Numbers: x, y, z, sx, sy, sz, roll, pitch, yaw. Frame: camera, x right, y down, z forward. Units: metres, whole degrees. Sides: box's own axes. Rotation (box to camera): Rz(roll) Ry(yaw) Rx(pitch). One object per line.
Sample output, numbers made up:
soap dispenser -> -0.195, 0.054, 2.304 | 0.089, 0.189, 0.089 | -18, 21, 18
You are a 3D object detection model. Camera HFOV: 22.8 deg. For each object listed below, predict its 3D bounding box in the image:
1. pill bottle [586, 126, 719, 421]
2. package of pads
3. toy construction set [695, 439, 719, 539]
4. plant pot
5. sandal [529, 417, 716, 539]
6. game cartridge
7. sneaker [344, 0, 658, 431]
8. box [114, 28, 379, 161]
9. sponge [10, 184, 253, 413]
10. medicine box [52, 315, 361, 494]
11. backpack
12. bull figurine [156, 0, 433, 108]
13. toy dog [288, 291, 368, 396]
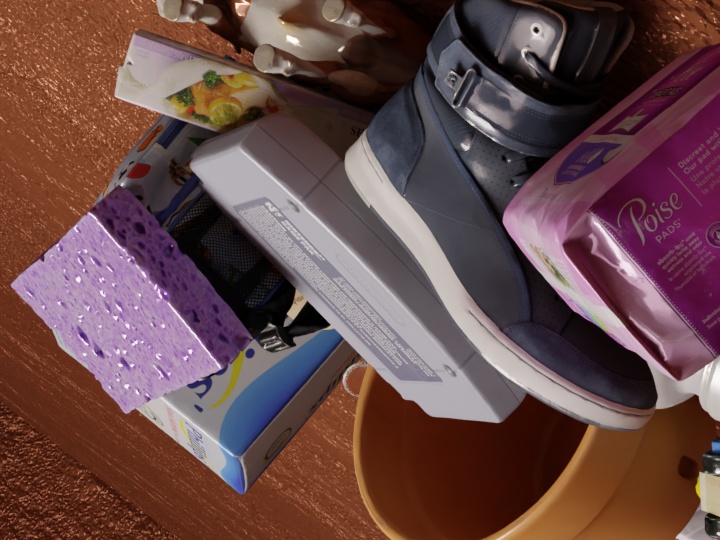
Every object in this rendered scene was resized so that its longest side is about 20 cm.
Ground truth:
pill bottle -> 0.133, -0.001, 0.894 | 0.200, 0.112, 0.112 | 30, 159, 29
package of pads -> 0.125, -0.030, 0.674 | 0.076, 0.120, 0.200 | 48, -179, -4
toy construction set -> 0.245, 0.104, 0.900 | 0.200, 0.130, 0.093 | 128, 137, -72
plant pot -> 0.112, 0.091, 1.045 | 0.140, 0.201, 0.200 | 29, 173, -37
sandal -> 0.168, 0.121, 1.161 | 0.206, 0.079, 0.059 | 37, 167, 16
game cartridge -> 0.000, 0.000, 0.937 | 0.200, 0.041, 0.133 | 46, 168, -13
sneaker -> 0.090, -0.039, 0.806 | 0.077, 0.146, 0.202 | -7, -130, -52
box -> -0.037, -0.084, 0.990 | 0.199, 0.039, 0.041 | 18, -170, -6
sponge -> -0.137, 0.022, 1.035 | 0.112, 0.030, 0.200 | 50, 156, -6
medicine box -> -0.106, 0.031, 1.353 | 0.200, 0.182, 0.103 | 37, 162, 15
backpack -> -0.069, -0.042, 1.095 | 0.154, 0.190, 0.200 | 50, 156, -8
bull figurine -> -0.046, -0.142, 0.984 | 0.199, 0.065, 0.121 | 23, -170, 29
toy dog -> 0.004, 0.032, 1.253 | 0.096, 0.132, 0.200 | -18, 111, 44
